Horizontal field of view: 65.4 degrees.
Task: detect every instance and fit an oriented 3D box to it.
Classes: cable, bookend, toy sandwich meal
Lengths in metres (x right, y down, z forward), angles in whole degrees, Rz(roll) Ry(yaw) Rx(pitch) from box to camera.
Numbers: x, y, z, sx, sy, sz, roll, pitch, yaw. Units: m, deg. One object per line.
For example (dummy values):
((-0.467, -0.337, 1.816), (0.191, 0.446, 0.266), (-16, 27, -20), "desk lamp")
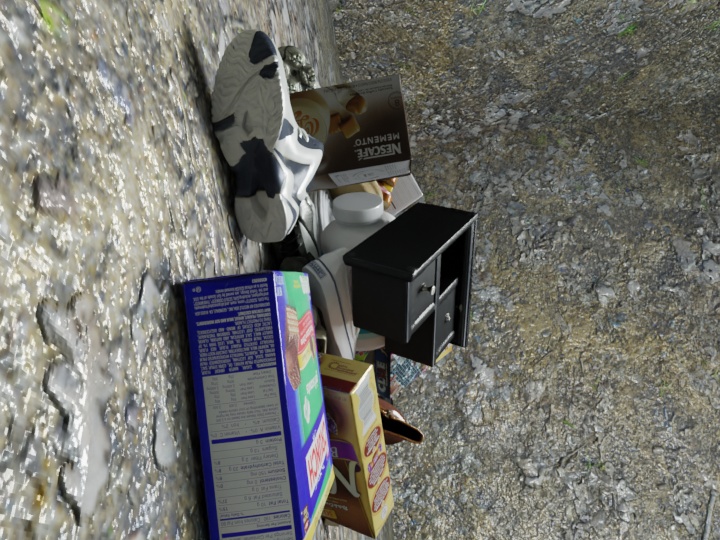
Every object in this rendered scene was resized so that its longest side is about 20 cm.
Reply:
((-0.069, -0.033, 0.904), (0.203, 0.067, 0.204), (79, 5, -47), "cable")
((0.068, 0.045, 0.713), (0.199, 0.090, 0.205), (-36, 132, -51), "bookend")
((-0.029, -0.166, 0.908), (0.071, 0.201, 0.206), (-59, 164, -16), "toy sandwich meal")

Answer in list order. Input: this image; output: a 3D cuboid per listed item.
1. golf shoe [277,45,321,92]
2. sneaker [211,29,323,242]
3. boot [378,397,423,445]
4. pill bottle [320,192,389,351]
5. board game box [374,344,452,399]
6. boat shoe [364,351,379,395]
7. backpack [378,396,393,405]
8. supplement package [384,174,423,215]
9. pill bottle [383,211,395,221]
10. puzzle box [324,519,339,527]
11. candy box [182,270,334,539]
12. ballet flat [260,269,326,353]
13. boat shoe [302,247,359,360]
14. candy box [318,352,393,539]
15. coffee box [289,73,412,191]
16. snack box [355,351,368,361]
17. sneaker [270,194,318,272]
((-0.086, -0.282, 0.940), (0.098, 0.077, 0.203), (-116, -179, -57), "golf shoe")
((-0.089, -0.146, 0.589), (0.130, 0.077, 0.205), (-68, 153, -61), "sneaker")
((0.030, 0.194, 0.749), (0.069, 0.187, 0.199), (-57, -161, -19), "boot")
((0.000, 0.000, 0.783), (0.112, 0.107, 0.206), (-90, 178, -63), "pill bottle")
((0.095, 0.110, 0.953), (0.198, 0.034, 0.140), (-24, 121, -47), "board game box")
((0.028, 0.174, 0.975), (0.074, 0.067, 0.206), (91, 1, -65), "boat shoe")
((0.013, 0.255, 1.216), (0.200, 0.122, 0.173), (-85, 178, -77), "backpack")
((0.004, -0.137, 1.060), (0.122, 0.197, 0.121), (56, 7, -6), "supplement package")
((0.039, -0.029, 0.936), (0.199, 0.110, 0.116), (32, 47, -56), "pill bottle")
((-0.030, 0.287, 0.912), (0.201, 0.025, 0.137), (-89, -171, -70), "puzzle box")
((-0.077, 0.107, 0.472), (0.169, 0.074, 0.207), (11, 73, -87), "candy box")
((-0.074, 0.067, 0.668), (0.203, 0.062, 0.069), (78, 11, -51), "ballet flat")
((-0.021, 0.057, 0.711), (0.073, 0.065, 0.203), (43, -26, 33), "boat shoe")
((-0.032, 0.194, 0.633), (0.056, 0.114, 0.206), (-42, 130, -48), "candy box")
((-0.034, -0.173, 0.739), (0.080, 0.193, 0.118), (49, 34, -82), "coffee box")
((-0.027, 0.103, 0.964), (0.202, 0.052, 0.145), (-91, -157, -59), "snack box")
((-0.082, -0.018, 0.707), (0.092, 0.064, 0.205), (-96, 179, -53), "sneaker")
